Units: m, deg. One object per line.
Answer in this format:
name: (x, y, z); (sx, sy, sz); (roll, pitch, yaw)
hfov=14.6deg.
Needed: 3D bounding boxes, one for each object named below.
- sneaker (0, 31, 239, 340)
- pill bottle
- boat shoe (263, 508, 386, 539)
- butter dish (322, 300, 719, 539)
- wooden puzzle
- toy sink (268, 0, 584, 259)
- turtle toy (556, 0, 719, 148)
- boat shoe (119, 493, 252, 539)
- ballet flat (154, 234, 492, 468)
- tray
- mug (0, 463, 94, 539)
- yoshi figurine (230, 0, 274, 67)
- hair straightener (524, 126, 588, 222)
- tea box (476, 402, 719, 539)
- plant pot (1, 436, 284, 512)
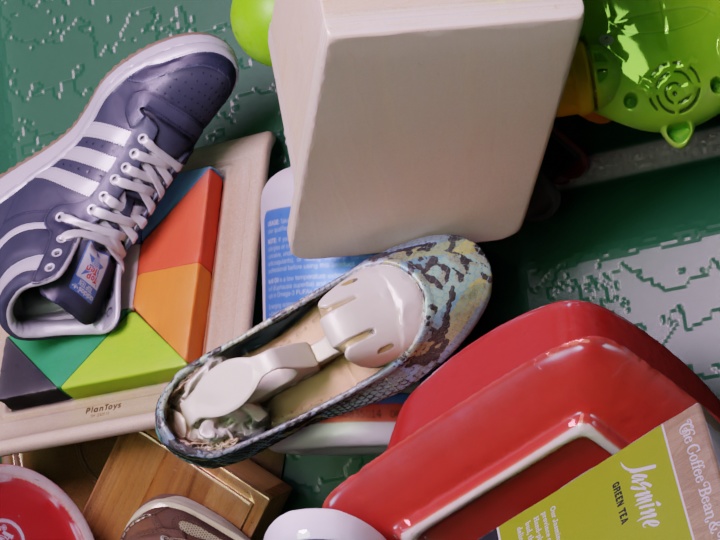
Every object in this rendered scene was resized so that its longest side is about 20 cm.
sneaker: (-0.138, -0.040, 1.586); (0.200, 0.070, 0.109); (-38, 43, 16)
pill bottle: (0.000, 0.000, 1.556); (0.112, 0.112, 0.201); (-4, 84, 27)
boat shoe: (-0.013, 0.203, 1.453); (0.071, 0.201, 0.068); (0, 47, 4)
butter dish: (0.108, 0.087, 1.470); (0.199, 0.200, 0.148); (-35, 36, 29)
wooden puzzle: (-0.142, 0.011, 1.625); (0.184, 0.037, 0.201); (-12, 52, 27)
toy sink: (0.026, -0.110, 1.433); (0.130, 0.200, 0.113); (-6, 59, -10)
turtle toy: (0.154, -0.159, 1.496); (0.145, 0.101, 0.201); (-9, 77, 3)
boat shoe: (-0.045, 0.196, 1.542); (0.201, 0.075, 0.075); (24, 103, 1)
ballet flat: (-0.022, 0.044, 1.465); (0.200, 0.074, 0.074); (-33, 70, 10)
tray: (-0.127, 0.187, 1.622); (0.098, 0.037, 0.201); (31, 107, 15)
mug: (-0.248, 0.177, 1.614); (0.200, 0.133, 0.178); (-35, 52, 45)
yoshi figurine: (0.006, -0.163, 1.576); (0.199, 0.112, 0.113); (-15, 84, 29)
hair straightener: (0.035, -0.097, 1.516); (0.200, 0.077, 0.041); (45, 140, -12)
tea box: (0.156, 0.207, 1.383); (0.196, 0.200, 0.134); (-33, 38, 20)
plant pot: (-0.137, 0.099, 1.667); (0.199, 0.027, 0.201); (-3, 83, 29)
